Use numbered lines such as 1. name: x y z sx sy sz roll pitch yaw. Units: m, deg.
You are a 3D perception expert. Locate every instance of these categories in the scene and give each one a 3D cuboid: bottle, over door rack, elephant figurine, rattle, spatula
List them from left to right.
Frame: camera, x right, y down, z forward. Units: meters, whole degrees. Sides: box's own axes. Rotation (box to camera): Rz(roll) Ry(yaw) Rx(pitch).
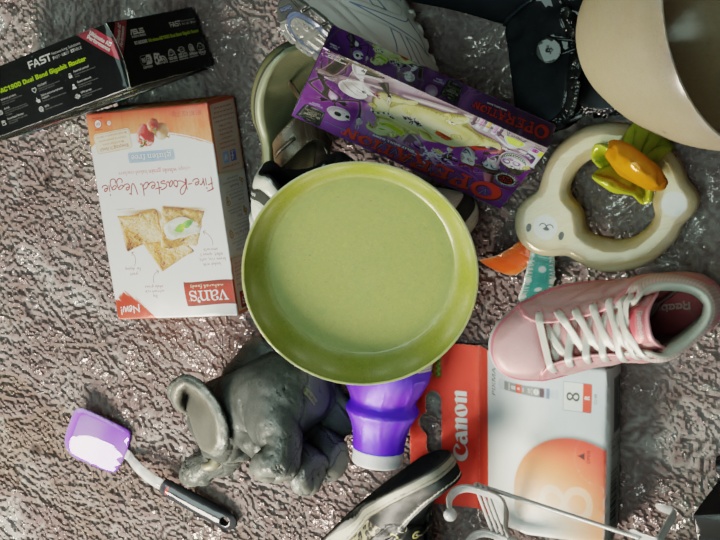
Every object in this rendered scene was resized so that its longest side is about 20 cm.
1. spatula: -0.208 0.205 1.654 0.200 0.021 0.057 30 111 15
2. elephant figurine: -0.113 0.132 1.542 0.200 0.141 0.156 9 77 38
3. bottle: 0.024 0.077 1.483 0.083 0.065 0.201 14 105 39
4. over door rack: 0.178 0.255 1.415 0.199 0.067 0.148 4 138 26
5. rattle: 0.173 -0.031 1.361 0.200 0.143 0.130 -29 109 21

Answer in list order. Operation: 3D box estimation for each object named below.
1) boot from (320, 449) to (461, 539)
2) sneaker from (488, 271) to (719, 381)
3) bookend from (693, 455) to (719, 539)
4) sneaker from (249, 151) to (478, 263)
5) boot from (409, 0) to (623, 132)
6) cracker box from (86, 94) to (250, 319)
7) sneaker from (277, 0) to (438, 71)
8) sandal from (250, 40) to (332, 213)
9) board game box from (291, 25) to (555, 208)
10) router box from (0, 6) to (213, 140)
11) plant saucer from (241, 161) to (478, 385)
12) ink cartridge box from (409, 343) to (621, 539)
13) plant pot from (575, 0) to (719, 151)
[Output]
1. boot: 0.061 0.261 1.507 0.154 0.073 0.204 50 134 4
2. sneaker: 0.198 0.044 1.354 0.200 0.105 0.076 -14 91 10
3. bookend: 0.324 0.269 1.327 0.092 0.199 0.201 -9 98 28
4. sneaker: 0.002 -0.059 1.426 0.199 0.076 0.088 -4 124 -1
5. boot: 0.123 -0.192 1.373 0.200 0.076 0.169 -7 96 20
6. cracker box: -0.173 -0.057 1.554 0.134 0.058 0.201 -3 102 25
7. sneaker: 0.027 -0.191 1.417 0.200 0.087 0.074 40 151 -10
8. sandal: -0.052 -0.107 1.471 0.057 0.080 0.202 30 126 45
9. board game box: 0.050 -0.124 1.378 0.200 0.032 0.120 23 157 -5
10. router box: -0.257 -0.175 1.511 0.200 0.150 0.062 -16 96 26
11. plant saucer: 0.000 0.000 1.403 0.199 0.031 0.201 1 110 3
12. ink cartridge box: 0.129 0.148 1.471 0.199 0.050 0.163 4 104 21
13. plant pot: 0.245 -0.184 1.274 0.134 0.200 0.201 -5 102 51
